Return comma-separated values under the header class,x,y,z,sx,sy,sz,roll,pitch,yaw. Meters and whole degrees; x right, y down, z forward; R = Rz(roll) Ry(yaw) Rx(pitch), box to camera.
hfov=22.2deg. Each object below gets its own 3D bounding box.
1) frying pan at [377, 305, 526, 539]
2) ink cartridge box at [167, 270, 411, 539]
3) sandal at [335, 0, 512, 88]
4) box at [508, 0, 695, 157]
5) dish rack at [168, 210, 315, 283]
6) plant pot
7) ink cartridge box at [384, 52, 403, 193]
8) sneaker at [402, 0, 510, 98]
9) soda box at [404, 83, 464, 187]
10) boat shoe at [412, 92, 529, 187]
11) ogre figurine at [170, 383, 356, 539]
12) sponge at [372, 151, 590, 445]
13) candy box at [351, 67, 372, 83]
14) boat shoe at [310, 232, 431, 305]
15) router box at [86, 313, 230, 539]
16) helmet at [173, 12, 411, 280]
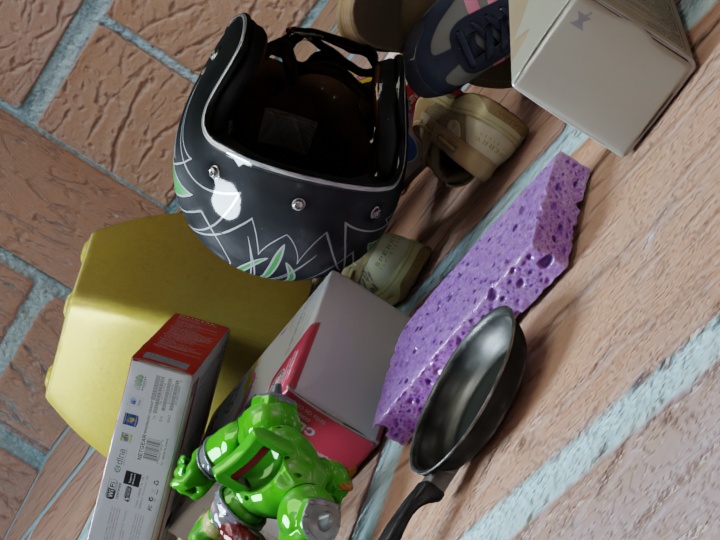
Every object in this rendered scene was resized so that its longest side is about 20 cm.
class,x,y,z,sx,sy,sz,roll,pitch,yaw
frying pan,0.057,0.101,1.082,0.115,0.031,0.190,-48,18,47
ink cartridge box,-0.052,0.119,1.408,0.200,0.086,0.148,-48,14,37
sandal,0.048,-0.196,1.514,0.070,0.211,0.078,3,87,47
box,0.156,-0.161,1.220,0.078,0.095,0.200,-54,9,22
dish rack,-0.114,0.013,1.724,0.153,0.200,0.055,-53,23,28
plant pot,-0.163,0.063,1.614,0.194,0.200,0.196,-85,13,-56
ink cartridge box,0.041,-0.162,1.862,0.200,0.067,0.116,-63,11,-19
sneaker,0.119,-0.206,1.471,0.200,0.070,0.082,-42,25,-27
soda box,0.026,-0.105,1.628,0.070,0.063,0.200,-48,-2,40
boat shoe,0.075,-0.106,1.509,0.065,0.071,0.200,-58,11,-4
ogre figurine,-0.067,0.165,1.250,0.120,0.098,0.200,-54,16,22
sponge,0.079,0.019,1.229,0.200,0.030,0.112,-51,12,37
candy box,-0.030,-0.092,1.725,0.026,0.102,0.200,48,142,40
boat shoe,0.000,0.000,1.575,0.073,0.063,0.200,-62,10,-21
router box,-0.160,0.149,1.425,0.180,0.049,0.200,-62,-13,-80
helmet,-0.055,-0.085,1.428,0.200,0.200,0.191,148,135,-68
